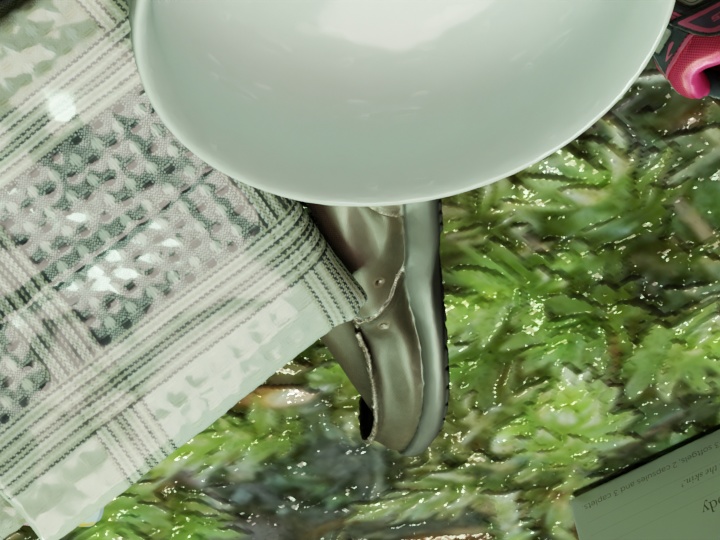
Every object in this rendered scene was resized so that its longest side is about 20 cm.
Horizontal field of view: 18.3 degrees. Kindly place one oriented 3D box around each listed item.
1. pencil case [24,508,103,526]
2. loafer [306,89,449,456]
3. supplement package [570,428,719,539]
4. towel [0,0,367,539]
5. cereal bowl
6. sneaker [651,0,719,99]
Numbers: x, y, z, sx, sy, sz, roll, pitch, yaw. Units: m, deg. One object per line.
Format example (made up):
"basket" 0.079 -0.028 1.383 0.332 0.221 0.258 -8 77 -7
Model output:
"pencil case" -0.206 0.071 0.981 0.199 0.091 0.084 2 100 -15
"loafer" 0.000 0.000 0.968 0.071 0.073 0.201 -5 130 0
"supplement package" 0.223 0.198 1.140 0.151 0.201 0.151 -28 137 18
"towel" -0.126 0.000 0.878 0.200 0.035 0.193 -34 115 3
"cereal bowl" 0.012 -0.119 0.814 0.199 0.084 0.201 -6 140 -5
"sneaker" 0.197 -0.086 0.901 0.199 0.075 0.081 6 137 -20
